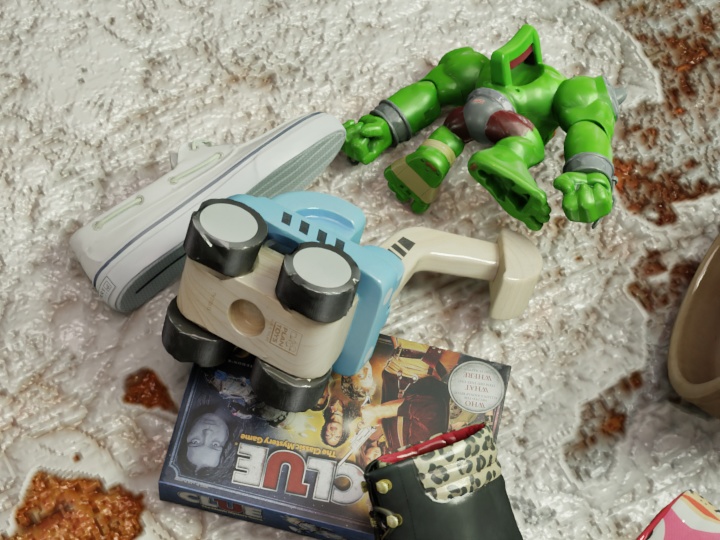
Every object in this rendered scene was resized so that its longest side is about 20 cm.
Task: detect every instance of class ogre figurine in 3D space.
[{"bbox_3d":[0.096,-0.096,1.196,0.200,0.098,0.120,1,44,46],"label":"ogre figurine"}]

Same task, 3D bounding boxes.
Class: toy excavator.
[{"bbox_3d":[0.000,0.000,1.120,0.194,0.100,0.200,27,38,12],"label":"toy excavator"}]

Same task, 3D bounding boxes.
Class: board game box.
[{"bbox_3d":[-0.014,0.102,1.125,0.199,0.035,0.136,13,63,1],"label":"board game box"}]

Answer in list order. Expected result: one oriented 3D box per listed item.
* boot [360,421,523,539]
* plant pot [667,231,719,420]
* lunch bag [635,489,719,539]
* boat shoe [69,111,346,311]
[{"bbox_3d":[0.017,0.190,1.030,0.203,0.073,0.154,-20,96,-19],"label":"boot"},{"bbox_3d":[0.320,0.036,1.123,0.174,0.200,0.201,31,63,-10],"label":"plant pot"},{"bbox_3d":[0.143,0.199,0.888,0.082,0.200,0.176,31,64,17],"label":"lunch bag"},{"bbox_3d":[-0.103,-0.057,1.174,0.200,0.074,0.067,-36,73,-19],"label":"boat shoe"}]
